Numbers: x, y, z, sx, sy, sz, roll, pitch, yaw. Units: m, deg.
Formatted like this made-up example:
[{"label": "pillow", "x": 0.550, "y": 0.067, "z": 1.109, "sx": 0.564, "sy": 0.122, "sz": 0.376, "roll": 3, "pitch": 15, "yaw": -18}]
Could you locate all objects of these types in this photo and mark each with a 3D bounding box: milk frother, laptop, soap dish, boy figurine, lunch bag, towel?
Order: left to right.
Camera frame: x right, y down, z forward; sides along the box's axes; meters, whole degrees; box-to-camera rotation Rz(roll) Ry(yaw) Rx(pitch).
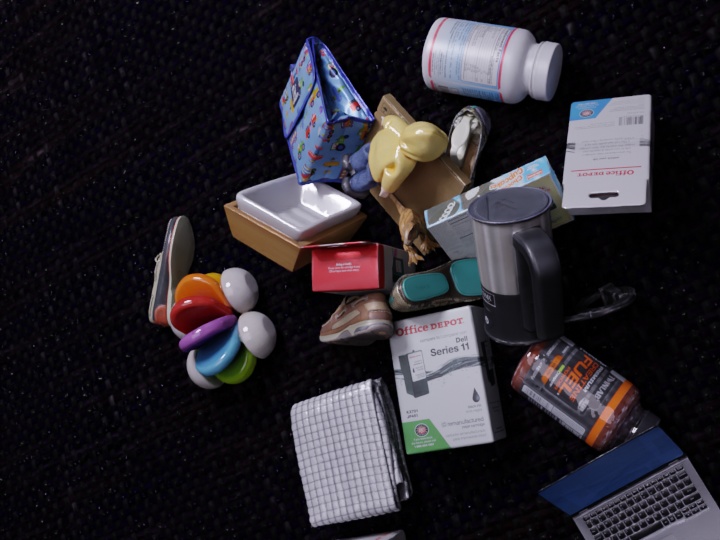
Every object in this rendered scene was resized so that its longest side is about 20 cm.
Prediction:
[{"label": "soap dish", "x": -0.104, "y": -0.081, "z": 1.315, "sx": 0.155, "sy": 0.199, "sz": 0.083, "roll": 28, "pitch": 120, "yaw": 22}, {"label": "lunch bag", "x": -0.072, "y": -0.270, "z": 1.344, "sx": 0.151, "sy": 0.092, "sz": 0.203, "roll": -57, "pitch": 48, "yaw": 48}, {"label": "towel", "x": -0.013, "y": 0.291, "z": 1.298, "sx": 0.162, "sy": 0.085, "sz": 0.205, "roll": -19, "pitch": 77, "yaw": 20}, {"label": "boy figurine", "x": 0.049, "y": -0.179, "z": 1.221, "sx": 0.198, "sy": 0.063, "sz": 0.128, "roll": -23, "pitch": 63, "yaw": 46}, {"label": "milk frother", "x": 0.267, "y": -0.013, "z": 1.124, "sx": 0.180, "sy": 0.197, "sz": 0.192, "roll": 30, "pitch": 139, "yaw": 54}, {"label": "laptop", "x": 0.371, "y": 0.328, "z": 1.089, "sx": 0.185, "sy": 0.116, "sz": 0.203, "roll": -34, "pitch": 81, "yaw": 18}]

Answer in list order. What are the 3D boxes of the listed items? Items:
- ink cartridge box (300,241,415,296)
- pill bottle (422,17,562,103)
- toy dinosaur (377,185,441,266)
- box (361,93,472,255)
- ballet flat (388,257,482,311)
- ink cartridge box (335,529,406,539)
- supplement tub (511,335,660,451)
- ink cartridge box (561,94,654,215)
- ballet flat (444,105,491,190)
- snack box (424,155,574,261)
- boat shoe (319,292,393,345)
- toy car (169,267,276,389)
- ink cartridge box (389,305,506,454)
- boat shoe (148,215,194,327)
[{"label": "ink cartridge box", "x": 0.000, "y": 0.000, "z": 1.248, "sx": 0.113, "sy": 0.199, "sz": 0.069, "roll": -4, "pitch": 84, "yaw": 25}, {"label": "pill bottle", "x": 0.200, "y": -0.316, "z": 1.235, "sx": 0.196, "sy": 0.108, "sz": 0.112, "roll": 16, "pitch": 92, "yaw": 24}, {"label": "toy dinosaur", "x": 0.077, "y": -0.074, "z": 1.246, "sx": 0.059, "sy": 0.201, "sz": 0.108, "roll": -24, "pitch": 112, "yaw": 0}, {"label": "box", "x": 0.074, "y": -0.148, "z": 1.280, "sx": 0.201, "sy": 0.021, "sz": 0.165, "roll": 50, "pitch": 141, "yaw": 19}, {"label": "ballet flat", "x": 0.129, "y": 0.025, "z": 1.239, "sx": 0.075, "sy": 0.195, "sz": 0.069, "roll": -45, "pitch": 59, "yaw": 61}, {"label": "ink cartridge box", "x": -0.035, "y": 0.470, "z": 1.256, "sx": 0.196, "sy": 0.146, "sz": 0.085, "roll": -16, "pitch": 80, "yaw": 22}, {"label": "supplement tub", "x": 0.318, "y": 0.177, "z": 1.143, "sx": 0.198, "sy": 0.106, "sz": 0.108, "roll": 35, "pitch": 100, "yaw": 22}, {"label": "ink cartridge box", "x": 0.345, "y": -0.145, "z": 1.127, "sx": 0.113, "sy": 0.067, "sz": 0.204, "roll": -1, "pitch": 53, "yaw": 24}, {"label": "ballet flat", "x": 0.148, "y": -0.161, "z": 1.268, "sx": 0.071, "sy": 0.072, "sz": 0.205, "roll": 18, "pitch": 93, "yaw": 24}, {"label": "snack box", "x": 0.206, "y": -0.082, "z": 1.209, "sx": 0.196, "sy": 0.116, "sz": 0.038, "roll": -23, "pitch": 48, "yaw": 20}, {"label": "boat shoe", "x": -0.006, "y": 0.077, "z": 1.282, "sx": 0.199, "sy": 0.074, "sz": 0.074, "roll": -20, "pitch": 66, "yaw": 58}, {"label": "toy car", "x": -0.253, "y": 0.097, "z": 1.383, "sx": 0.173, "sy": 0.149, "sz": 0.204, "roll": -29, "pitch": 75, "yaw": 19}, {"label": "ink cartridge box", "x": 0.130, "y": 0.165, "z": 1.241, "sx": 0.143, "sy": 0.083, "sz": 0.206, "roll": -13, "pitch": 79, "yaw": 22}, {"label": "boat shoe", "x": -0.348, "y": 0.001, "z": 1.482, "sx": 0.061, "sy": 0.071, "sz": 0.206, "roll": 7, "pitch": 93, "yaw": 27}]
